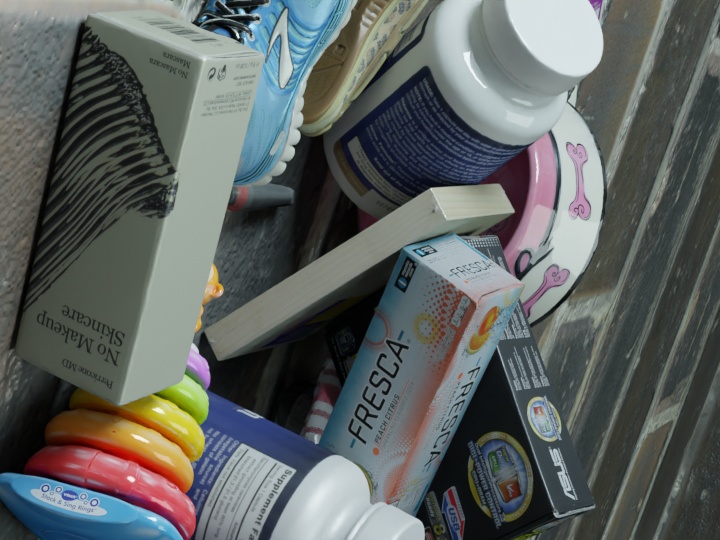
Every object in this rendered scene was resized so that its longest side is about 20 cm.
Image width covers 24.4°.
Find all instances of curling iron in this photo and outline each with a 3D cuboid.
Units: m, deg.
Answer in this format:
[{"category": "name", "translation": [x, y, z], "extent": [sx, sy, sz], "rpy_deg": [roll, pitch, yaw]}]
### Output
[{"category": "curling iron", "translation": [-0.089, -0.043, 1.067], "extent": [0.050, 0.026, 0.200], "rpy_deg": [-52, 169, 20]}]

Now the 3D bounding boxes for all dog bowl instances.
[{"category": "dog bowl", "translation": [0.082, -0.053, 1.246], "extent": [0.073, 0.199, 0.202], "rpy_deg": [17, 96, -49]}]

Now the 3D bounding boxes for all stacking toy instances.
[{"category": "stacking toy", "translation": [-0.129, 0.076, 1.007], "extent": [0.110, 0.115, 0.202], "rpy_deg": [75, 32, -62]}]

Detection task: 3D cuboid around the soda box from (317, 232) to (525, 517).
[{"category": "soda box", "translation": [0.033, 0.079, 1.109], "extent": [0.063, 0.068, 0.202], "rpy_deg": [-16, 136, -53]}]

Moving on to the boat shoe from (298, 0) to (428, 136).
[{"category": "boat shoe", "translation": [0.004, -0.182, 1.095], "extent": [0.201, 0.073, 0.063], "rpy_deg": [-55, 164, -2]}]

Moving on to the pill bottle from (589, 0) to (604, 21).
[{"category": "pill bottle", "translation": [0.142, -0.266, 1.273], "extent": [0.112, 0.111, 0.202], "rpy_deg": [-45, 150, -44]}]

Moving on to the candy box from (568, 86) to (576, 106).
[{"category": "candy box", "translation": [0.124, -0.066, 1.492], "extent": [0.200, 0.060, 0.137], "rpy_deg": [-52, 154, -33]}]

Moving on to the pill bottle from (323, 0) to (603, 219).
[{"category": "pill bottle", "translation": [0.069, -0.120, 1.121], "extent": [0.200, 0.111, 0.111], "rpy_deg": [-36, -172, 48]}]

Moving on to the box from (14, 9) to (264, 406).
[{"category": "box", "translation": [-0.123, -0.036, 0.914], "extent": [0.068, 0.081, 0.202], "rpy_deg": [-19, 127, -63]}]

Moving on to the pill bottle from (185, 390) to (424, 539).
[{"category": "pill bottle", "translation": [-0.063, 0.158, 1.082], "extent": [0.111, 0.198, 0.112], "rpy_deg": [-49, 153, -37]}]

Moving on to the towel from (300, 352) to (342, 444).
[{"category": "towel", "translation": [0.029, 0.110, 1.277], "extent": [0.030, 0.146, 0.201], "rpy_deg": [-38, -154, 45]}]

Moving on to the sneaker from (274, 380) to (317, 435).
[{"category": "sneaker", "translation": [-0.019, 0.137, 1.346], "extent": [0.088, 0.074, 0.200], "rpy_deg": [-65, 159, 9]}]

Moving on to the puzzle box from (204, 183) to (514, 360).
[{"category": "puzzle box", "translation": [0.000, 0.000, 1.150], "extent": [0.199, 0.026, 0.133], "rpy_deg": [-31, 172, 23]}]

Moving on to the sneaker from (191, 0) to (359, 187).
[{"category": "sneaker", "translation": [-0.061, -0.139, 0.966], "extent": [0.090, 0.078, 0.202], "rpy_deg": [-16, 125, -59]}]

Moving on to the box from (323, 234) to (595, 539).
[{"category": "box", "translation": [0.064, 0.100, 1.163], "extent": [0.044, 0.202, 0.160], "rpy_deg": [-4, 159, -42]}]
